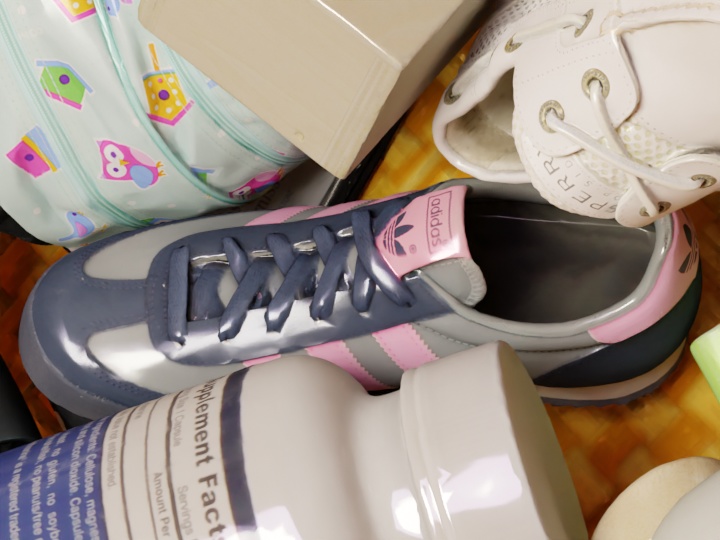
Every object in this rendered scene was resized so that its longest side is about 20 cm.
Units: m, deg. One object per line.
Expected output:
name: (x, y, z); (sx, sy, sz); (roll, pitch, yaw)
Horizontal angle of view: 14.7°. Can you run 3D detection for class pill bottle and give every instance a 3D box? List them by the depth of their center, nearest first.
pill bottle: (-0.041, 0.088, 0.766); (0.200, 0.111, 0.111); (-19, 74, 11)

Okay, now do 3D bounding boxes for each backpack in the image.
backpack: (-0.086, -0.108, 0.852); (0.126, 0.167, 0.200); (-21, 84, 28)

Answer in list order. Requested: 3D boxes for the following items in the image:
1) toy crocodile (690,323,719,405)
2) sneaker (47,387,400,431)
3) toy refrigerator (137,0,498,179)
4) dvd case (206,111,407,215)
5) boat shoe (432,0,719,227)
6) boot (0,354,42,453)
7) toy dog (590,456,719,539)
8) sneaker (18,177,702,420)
toy crocodile: (0.180, -0.013, 0.770); (0.200, 0.062, 0.068); (-29, 70, 21)
sneaker: (-0.072, 0.089, 0.872); (0.112, 0.073, 0.200); (39, 91, 15)
toy refrigerator: (0.029, -0.123, 0.793); (0.076, 0.070, 0.200); (37, 59, 4)
dvd case: (-0.074, -0.079, 0.936); (0.200, 0.018, 0.143); (34, 99, 27)
boat shoe: (0.072, -0.041, 0.699); (0.071, 0.200, 0.069); (44, 79, -12)
boot: (-0.188, 0.033, 0.895); (0.200, 0.076, 0.168); (-34, 69, 40)
toy dog: (0.124, 0.042, 0.695); (0.132, 0.096, 0.200); (24, 90, 40)
sneaker: (0.000, 0.000, 0.804); (0.200, 0.082, 0.070); (-5, 65, -5)
